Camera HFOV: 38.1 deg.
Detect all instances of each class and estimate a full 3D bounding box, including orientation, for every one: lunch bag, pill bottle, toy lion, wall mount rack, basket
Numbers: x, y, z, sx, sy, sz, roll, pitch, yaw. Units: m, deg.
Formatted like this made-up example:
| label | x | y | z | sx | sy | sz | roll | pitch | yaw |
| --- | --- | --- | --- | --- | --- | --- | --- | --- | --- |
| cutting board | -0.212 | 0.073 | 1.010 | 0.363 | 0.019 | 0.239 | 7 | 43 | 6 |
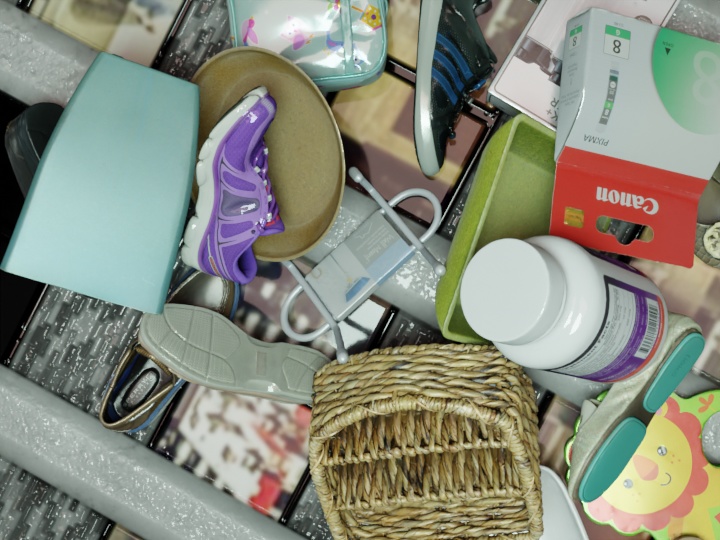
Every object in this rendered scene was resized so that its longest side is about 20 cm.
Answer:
| label | x | y | z | sx | sy | sz | roll | pitch | yaw |
| --- | --- | --- | --- | --- | --- | --- | --- | --- | --- |
| lunch bag | -0.048 | -0.274 | 1.009 | 0.159 | 0.077 | 0.202 | -5 | 92 | 6 |
| pill bottle | 0.173 | 0.032 | 0.889 | 0.111 | 0.199 | 0.112 | -10 | 73 | 37 |
| toy lion | 0.304 | 0.184 | 0.996 | 0.200 | 0.069 | 0.192 | -38 | 80 | 5 |
| wall mount rack | 0.000 | 0.000 | 0.982 | 0.200 | 0.075 | 0.174 | -43 | 53 | 5 |
| basket | 0.054 | 0.159 | 0.922 | 0.199 | 0.143 | 0.150 | -8 | 56 | 19 |

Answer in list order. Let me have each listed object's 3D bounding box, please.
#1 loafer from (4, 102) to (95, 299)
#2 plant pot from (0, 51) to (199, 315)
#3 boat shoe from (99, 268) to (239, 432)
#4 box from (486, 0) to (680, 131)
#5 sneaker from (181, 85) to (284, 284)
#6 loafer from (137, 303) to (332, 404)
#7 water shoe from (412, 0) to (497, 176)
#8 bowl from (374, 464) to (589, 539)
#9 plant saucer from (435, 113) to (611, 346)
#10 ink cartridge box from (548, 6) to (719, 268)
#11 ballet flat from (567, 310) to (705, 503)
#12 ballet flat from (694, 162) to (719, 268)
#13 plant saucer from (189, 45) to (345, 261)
| label | x | y | z | sx | sy | sz | roll | pitch | yaw |
| --- | --- | --- | --- | --- | --- | --- | --- | --- | --- |
| loafer | -0.299 | -0.066 | 1.051 | 0.072 | 0.073 | 0.201 | -11 | 98 | 44 |
| plant pot | -0.219 | -0.087 | 0.940 | 0.140 | 0.141 | 0.201 | 18 | 96 | -17 |
| boat shoe | -0.188 | 0.079 | 1.030 | 0.072 | 0.072 | 0.201 | 32 | 94 | 5 |
| box | 0.219 | -0.222 | 0.993 | 0.116 | 0.060 | 0.201 | 33 | 94 | 4 |
| sneaker | -0.100 | -0.074 | 0.943 | 0.083 | 0.081 | 0.201 | 25 | 129 | 9 |
| loafer | -0.122 | 0.091 | 0.995 | 0.199 | 0.063 | 0.072 | 20 | 58 | -20 |
| water shoe | 0.092 | -0.191 | 1.001 | 0.078 | 0.072 | 0.202 | 3 | 92 | 3 |
| bowl | 0.126 | 0.296 | 0.992 | 0.198 | 0.075 | 0.201 | -18 | 79 | 8 |
| plant saucer | 0.148 | -0.026 | 0.962 | 0.048 | 0.199 | 0.201 | 22 | 94 | 42 |
| ink cartridge box | 0.251 | -0.115 | 0.921 | 0.160 | 0.050 | 0.202 | 10 | 80 | -20 |
| ballet flat | 0.245 | 0.124 | 0.974 | 0.200 | 0.067 | 0.062 | -52 | 45 | -4 |
| ballet flat | 0.320 | -0.098 | 0.992 | 0.067 | 0.046 | 0.201 | -16 | 89 | 4 |
| plant saucer | -0.087 | -0.109 | 0.977 | 0.199 | 0.035 | 0.202 | 12 | 112 | 32 |
